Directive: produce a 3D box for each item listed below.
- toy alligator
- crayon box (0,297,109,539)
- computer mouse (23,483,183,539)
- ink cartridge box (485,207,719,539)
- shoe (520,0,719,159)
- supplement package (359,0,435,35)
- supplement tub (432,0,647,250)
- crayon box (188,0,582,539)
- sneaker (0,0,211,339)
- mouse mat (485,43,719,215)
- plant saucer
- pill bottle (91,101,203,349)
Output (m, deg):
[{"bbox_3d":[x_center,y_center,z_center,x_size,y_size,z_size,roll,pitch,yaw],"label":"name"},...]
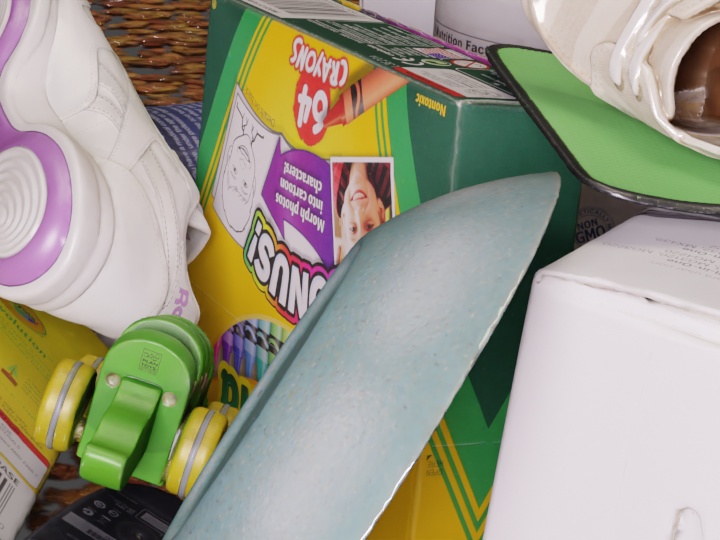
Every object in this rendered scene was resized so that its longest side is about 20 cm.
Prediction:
[{"bbox_3d":[-0.069,0.042,0.810,0.059,0.054,0.200,20,1,3],"label":"toy alligator"},{"bbox_3d":[-0.159,0.029,0.809,0.051,0.127,0.200,-38,9,14],"label":"crayon box"},{"bbox_3d":[-0.097,0.112,0.693,0.059,0.034,0.200,32,22,13],"label":"computer mouse"},{"bbox_3d":[0.115,0.053,0.714,0.083,0.145,0.200,18,21,24],"label":"ink cartridge box"},{"bbox_3d":[0.124,-0.063,0.675,0.200,0.070,0.053,25,16,32],"label":"shoe"},{"bbox_3d":[0.083,-0.097,1.142,0.156,0.200,0.111,8,17,13],"label":"supplement package"},{"bbox_3d":[0.092,-0.050,0.990,0.132,0.200,0.132,4,16,-1],"label":"supplement tub"},{"bbox_3d":[0.000,0.000,0.850,0.058,0.173,0.200,-1,17,-28],"label":"crayon box"},{"bbox_3d":[-0.112,-0.043,0.891,0.100,0.075,0.200,32,27,-38],"label":"sneaker"},{"bbox_3d":[0.148,-0.039,0.737,0.200,0.008,0.161,5,20,-11],"label":"mouse mat"},{"bbox_3d":[-0.014,0.046,0.663,0.039,0.201,0.201,33,18,-3],"label":"plant saucer"},{"bbox_3d":[-0.083,-0.016,0.991,0.200,0.111,0.111,-9,21,-36],"label":"pill bottle"}]
